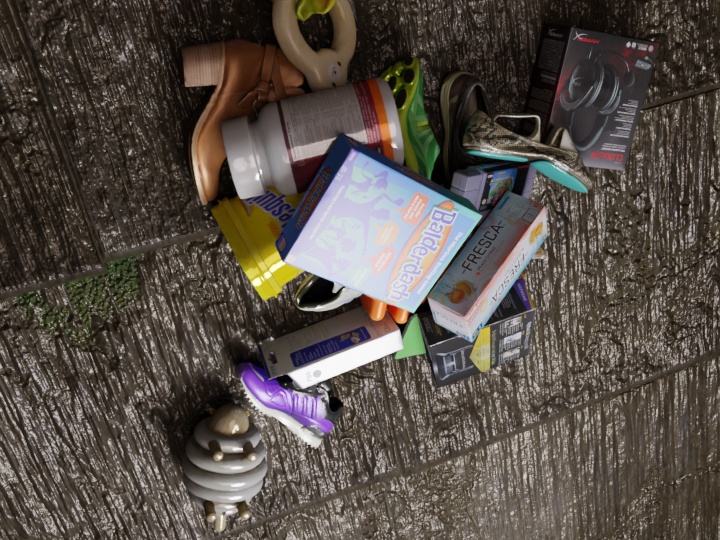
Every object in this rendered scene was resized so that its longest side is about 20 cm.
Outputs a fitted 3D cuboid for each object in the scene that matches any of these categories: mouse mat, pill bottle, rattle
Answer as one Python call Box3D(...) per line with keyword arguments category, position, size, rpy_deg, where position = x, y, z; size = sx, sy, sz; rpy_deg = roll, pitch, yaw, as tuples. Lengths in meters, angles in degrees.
Box3D(category="mouse mat", position=(0.151, 0.084, 1.118), size=(0.197, 0.008, 0.162), rpy_deg=(-12, 153, -16))
Box3D(category="pill bottle", position=(-0.055, -0.151, 0.866), size=(0.197, 0.110, 0.111), rpy_deg=(-14, 116, -2))
Box3D(category="rattle", position=(-0.012, -0.269, 0.880), size=(0.141, 0.130, 0.203), rpy_deg=(-11, 105, 29))

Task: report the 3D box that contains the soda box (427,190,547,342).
Box3D(category="soda box", position=(0.173, -0.008, 0.990), size=(0.201, 0.063, 0.069), rpy_deg=(-50, 146, -19))

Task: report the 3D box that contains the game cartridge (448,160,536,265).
Box3D(category="game cartridge", position=(0.181, -0.087, 1.035), size=(0.199, 0.038, 0.131), rpy_deg=(-17, 129, -49))

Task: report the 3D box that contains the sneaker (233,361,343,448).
Box3D(category="sneaker", position=(-0.098, 0.175, 1.097), size=(0.099, 0.070, 0.200), rpy_deg=(-44, 126, 2))

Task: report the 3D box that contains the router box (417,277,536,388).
Box3D(category="router box", position=(0.171, 0.097, 1.088), size=(0.155, 0.053, 0.201), rpy_deg=(-19, 153, 0))

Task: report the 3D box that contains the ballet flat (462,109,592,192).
Box3D(category="ballet flat", position=(0.231, -0.166, 0.982), size=(0.197, 0.068, 0.076), rpy_deg=(16, 92, -14))

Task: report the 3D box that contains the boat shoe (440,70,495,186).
Box3D(category="boat shoe", position=(0.154, -0.172, 1.029), size=(0.072, 0.065, 0.202), rpy_deg=(-22, 118, -10))

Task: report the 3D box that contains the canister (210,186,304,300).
Box3D(category="canister", position=(-0.076, -0.075, 0.952), size=(0.198, 0.149, 0.087), rpy_deg=(-33, 142, -4))

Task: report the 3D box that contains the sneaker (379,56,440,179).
Box3D(category="sneaker", position=(0.059, -0.179, 0.967), size=(0.083, 0.073, 0.204), rpy_deg=(20, 67, -55))

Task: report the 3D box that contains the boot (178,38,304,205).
Box3D(category="boot", position=(-0.145, -0.186, 0.931), size=(0.153, 0.077, 0.203), rpy_deg=(-6, 107, -20))

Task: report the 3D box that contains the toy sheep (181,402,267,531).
Box3D(category="toy sheep", position=(-0.198, 0.288, 1.074), size=(0.136, 0.138, 0.203), rpy_deg=(8, 101, -21))

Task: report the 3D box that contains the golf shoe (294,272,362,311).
Box3D(category="golf shoe", position=(0.000, 0.000, 0.944), size=(0.199, 0.097, 0.079), rpy_deg=(-35, 89, 24))

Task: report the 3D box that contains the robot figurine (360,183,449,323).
Box3D(category="robot figurine", position=(0.054, -0.030, 1.029), size=(0.142, 0.116, 0.203), rpy_deg=(21, 109, 17))

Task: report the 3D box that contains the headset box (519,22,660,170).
Box3D(category="headset box", position=(0.317, -0.234, 1.050), size=(0.146, 0.077, 0.203), rpy_deg=(3, 110, -19))

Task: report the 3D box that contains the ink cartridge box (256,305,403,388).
Box3D(category="ink cartridge box", position=(-0.045, 0.110, 1.067), size=(0.197, 0.100, 0.040), rpy_deg=(-19, 118, -9))

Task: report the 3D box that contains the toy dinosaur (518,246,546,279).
Box3D(category="toy dinosaur", position=(0.184, 0.005, 1.132), size=(0.197, 0.060, 0.108), rpy_deg=(-14, 105, -3))

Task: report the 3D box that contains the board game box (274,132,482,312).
Box3D(category="board game box", position=(0.023, -0.048, 0.859), size=(0.198, 0.045, 0.153), rpy_deg=(21, 113, -32))
